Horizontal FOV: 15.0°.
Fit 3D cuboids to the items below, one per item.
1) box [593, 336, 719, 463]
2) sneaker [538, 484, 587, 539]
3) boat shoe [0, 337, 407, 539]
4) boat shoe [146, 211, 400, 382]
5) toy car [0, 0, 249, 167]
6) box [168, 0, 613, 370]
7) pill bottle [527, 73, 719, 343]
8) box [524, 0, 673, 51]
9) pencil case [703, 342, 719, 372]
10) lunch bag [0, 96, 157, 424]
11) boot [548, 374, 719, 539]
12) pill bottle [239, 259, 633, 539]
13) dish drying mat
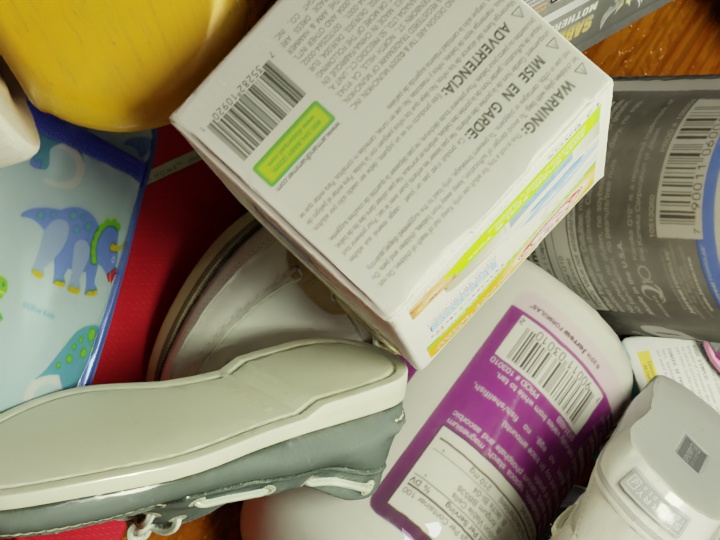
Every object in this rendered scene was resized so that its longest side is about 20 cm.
[{"bbox_3d":[0.197,0.068,1.304,0.200,0.049,0.082,-5,68,-37],"label":"box"},{"bbox_3d":[0.053,0.170,1.202,0.200,0.077,0.078,-44,116,-28],"label":"sneaker"},{"bbox_3d":[-0.066,0.077,1.025,0.200,0.073,0.062,-14,120,-37],"label":"boat shoe"},{"bbox_3d":[0.000,0.000,1.111,0.200,0.068,0.075,-44,136,-7],"label":"boat shoe"},{"bbox_3d":[-0.109,-0.144,0.956,0.175,0.150,0.200,-30,97,5],"label":"toy car"},{"bbox_3d":[0.017,-0.044,0.982,0.101,0.200,0.113,43,87,8],"label":"box"},{"bbox_3d":[0.132,-0.027,1.171,0.114,0.200,0.114,-2,94,-36],"label":"pill bottle"},{"bbox_3d":[0.070,-0.146,1.156,0.200,0.048,0.159,-31,152,-31],"label":"box"},{"bbox_3d":[0.230,-0.020,1.295,0.200,0.087,0.088,-44,119,-44],"label":"pencil case"},{"bbox_3d":[-0.178,-0.033,1.011,0.200,0.082,0.161,29,73,-36],"label":"lunch bag"},{"bbox_3d":[0.110,0.105,1.143,0.096,0.074,0.200,-47,169,15],"label":"boot"},{"bbox_3d":[0.020,0.094,1.150,0.112,0.112,0.200,50,65,-29],"label":"pill bottle"},{"bbox_3d":[-0.098,0.021,1.113,0.077,0.018,0.200,28,76,-37],"label":"dish drying mat"}]
